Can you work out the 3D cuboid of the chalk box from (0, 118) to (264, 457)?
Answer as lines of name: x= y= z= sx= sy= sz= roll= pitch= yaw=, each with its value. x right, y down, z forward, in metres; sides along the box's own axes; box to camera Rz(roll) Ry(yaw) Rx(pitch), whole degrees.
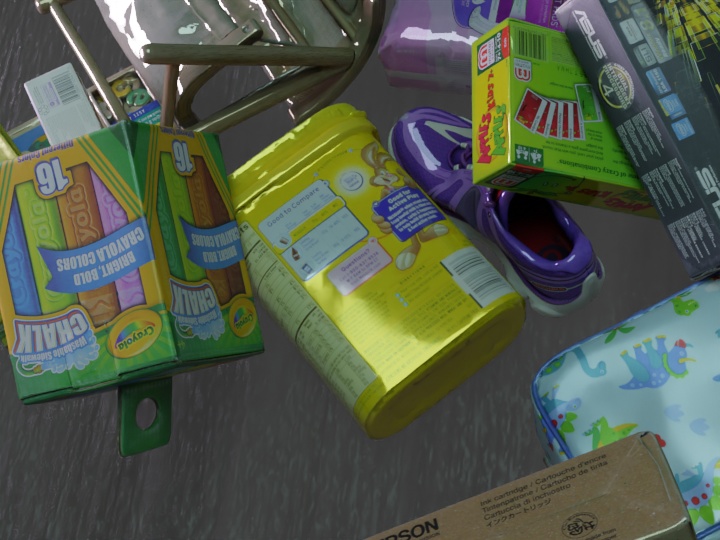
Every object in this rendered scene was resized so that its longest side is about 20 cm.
chalk box: x=-0.151 y=0.017 z=0.921 sx=0.124 sy=0.125 sz=0.200 roll=-15 pitch=86 yaw=21

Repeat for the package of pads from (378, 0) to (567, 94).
package of pads: x=0.121 y=-0.190 z=1.065 sx=0.200 sy=0.076 sz=0.121 roll=8 pitch=67 yaw=12

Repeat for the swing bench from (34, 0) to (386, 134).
swing bench: x=-0.118 y=-0.207 z=1.075 sx=0.200 sy=0.130 sz=0.199 roll=-19 pitch=59 yaw=-26

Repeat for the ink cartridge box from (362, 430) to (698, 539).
ink cartridge box: x=0.102 y=0.199 z=0.795 sx=0.200 sy=0.165 sz=0.075 roll=-22 pitch=37 yaw=7

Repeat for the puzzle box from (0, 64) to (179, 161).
puzzle box: x=-0.227 y=-0.062 z=1.079 sx=0.200 sy=0.025 sz=0.133 roll=-30 pitch=63 yaw=-8

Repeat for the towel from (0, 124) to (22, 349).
towel: x=-0.270 y=-0.036 z=1.047 sx=0.086 sy=0.018 sz=0.200 roll=-33 pitch=63 yaw=-10

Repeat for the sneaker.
sneaker: x=0.099 y=-0.058 z=0.995 sx=0.081 sy=0.083 sz=0.200 roll=-41 pitch=64 yaw=-13

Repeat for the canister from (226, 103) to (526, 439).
canister: x=0.000 y=0.000 z=0.979 sx=0.148 sy=0.087 sz=0.200 roll=-37 pitch=65 yaw=-10

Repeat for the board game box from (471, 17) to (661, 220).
board game box: x=0.172 y=-0.096 z=0.956 sx=0.200 sy=0.048 sz=0.102 roll=9 pitch=73 yaw=-26

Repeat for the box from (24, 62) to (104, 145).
box: x=-0.186 y=-0.053 z=1.026 sx=0.041 sy=0.039 sz=0.200 roll=-26 pitch=81 yaw=-4

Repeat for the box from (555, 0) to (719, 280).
box: x=0.238 y=-0.114 z=0.937 sx=0.161 sy=0.049 sz=0.200 roll=-23 pitch=85 yaw=-32

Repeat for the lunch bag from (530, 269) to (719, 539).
lunch bag: x=0.219 y=0.099 z=0.896 sx=0.200 sy=0.082 sz=0.161 roll=-26 pitch=61 yaw=-6
